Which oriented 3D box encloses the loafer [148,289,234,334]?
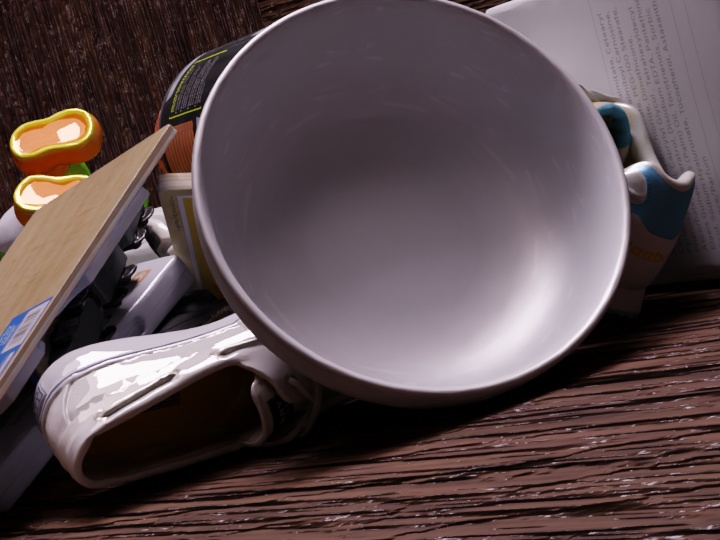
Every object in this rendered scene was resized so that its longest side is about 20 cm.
[{"bbox_3d":[-0.057,0.044,0.977,0.199,0.073,0.072,-19,22,41],"label":"loafer"}]

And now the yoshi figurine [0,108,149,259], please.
[{"bbox_3d":[-0.154,-0.003,1.191,0.112,0.201,0.112,31,60,28],"label":"yoshi figurine"}]

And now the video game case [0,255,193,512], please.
[{"bbox_3d":[-0.206,0.068,1.013,0.199,0.022,0.182,-12,30,40],"label":"video game case"}]

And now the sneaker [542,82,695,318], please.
[{"bbox_3d":[0.098,-0.062,0.955,0.076,0.081,0.200,11,27,-39],"label":"sneaker"}]

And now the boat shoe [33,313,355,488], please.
[{"bbox_3d":[-0.047,0.054,0.866,0.198,0.071,0.070,-13,33,-19],"label":"boat shoe"}]

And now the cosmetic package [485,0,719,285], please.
[{"bbox_3d":[0.201,-0.094,0.993,0.166,0.168,0.200,-20,6,-29],"label":"cosmetic package"}]

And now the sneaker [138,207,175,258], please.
[{"bbox_3d":[-0.075,-0.008,1.156,0.079,0.078,0.200,-31,-9,-3],"label":"sneaker"}]

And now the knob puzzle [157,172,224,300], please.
[{"bbox_3d":[0.000,0.000,1.024,0.218,0.031,0.220,-1,-27,-1],"label":"knob puzzle"}]

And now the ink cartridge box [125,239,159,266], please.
[{"bbox_3d":[-0.142,0.012,1.380,0.199,0.084,0.146,-11,8,37],"label":"ink cartridge box"}]

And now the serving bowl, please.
[{"bbox_3d":[0.018,-0.025,0.854,0.199,0.201,0.066,-19,-20,-21],"label":"serving bowl"}]

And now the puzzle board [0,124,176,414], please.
[{"bbox_3d":[-0.172,0.024,0.942,0.150,0.017,0.201,-25,30,50],"label":"puzzle board"}]

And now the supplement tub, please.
[{"bbox_3d":[-0.057,-0.094,1.234,0.122,0.124,0.200,-19,6,-26],"label":"supplement tub"}]

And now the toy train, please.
[{"bbox_3d":[-0.145,0.008,0.985,0.046,0.034,0.200,-29,23,16],"label":"toy train"}]
